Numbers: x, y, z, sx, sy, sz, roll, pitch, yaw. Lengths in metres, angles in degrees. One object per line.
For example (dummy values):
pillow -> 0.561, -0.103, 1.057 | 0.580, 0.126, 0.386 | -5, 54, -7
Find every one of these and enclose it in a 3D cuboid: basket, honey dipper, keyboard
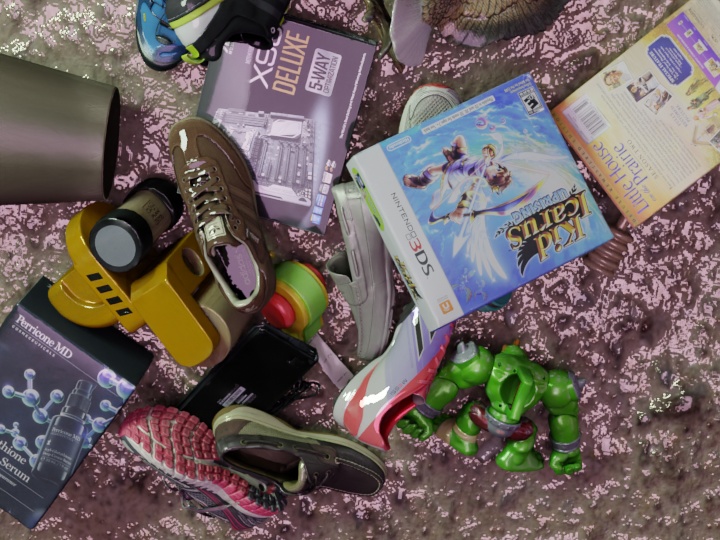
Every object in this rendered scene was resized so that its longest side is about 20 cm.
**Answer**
basket -> -0.342, -0.137, 1.447 | 0.198, 0.136, 0.182 | 6, 106, -3
honey dipper -> 0.286, -0.089, 1.484 | 0.038, 0.038, 0.201 | 25, 102, -5
keyboard -> -0.120, 0.126, 1.543 | 0.104, 0.040, 0.200 | 32, 125, -22

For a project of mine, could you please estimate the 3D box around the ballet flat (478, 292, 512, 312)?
ballet flat -> 0.131, -0.057, 1.472 | 0.067, 0.070, 0.201 | 26, 74, -41

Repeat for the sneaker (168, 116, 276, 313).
sneaker -> -0.132, -0.054, 1.432 | 0.070, 0.076, 0.201 | -23, 99, 8

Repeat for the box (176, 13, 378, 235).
box -> -0.083, -0.154, 1.470 | 0.157, 0.050, 0.201 | 17, 106, -1

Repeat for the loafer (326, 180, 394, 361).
loafer -> 0.000, 0.000, 1.492 | 0.069, 0.070, 0.201 | -1, 114, -2

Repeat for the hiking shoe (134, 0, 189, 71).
hiking shoe -> -0.175, -0.287, 1.418 | 0.074, 0.087, 0.201 | 19, 105, -3

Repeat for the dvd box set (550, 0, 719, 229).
dvd box set -> 0.304, -0.158, 1.444 | 0.200, 0.029, 0.147 | -39, 82, 12

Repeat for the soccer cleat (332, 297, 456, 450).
soccer cleat -> 0.057, 0.091, 1.486 | 0.073, 0.068, 0.200 | 36, 84, 31

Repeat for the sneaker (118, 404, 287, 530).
sneaker -> -0.172, 0.215, 1.542 | 0.200, 0.081, 0.075 | 37, 124, -24

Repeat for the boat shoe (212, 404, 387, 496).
boat shoe -> -0.065, 0.205, 1.540 | 0.199, 0.065, 0.073 | 19, 131, -16

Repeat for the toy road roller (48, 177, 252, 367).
toy road roller -> -0.220, 0.018, 1.492 | 0.146, 0.123, 0.200 | -33, 102, 25

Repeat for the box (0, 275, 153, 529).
box -> -0.335, 0.137, 1.531 | 0.148, 0.107, 0.200 | 36, 103, -7

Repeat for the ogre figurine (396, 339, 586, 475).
ogre figurine -> 0.150, 0.141, 1.520 | 0.199, 0.098, 0.121 | 25, 117, 7

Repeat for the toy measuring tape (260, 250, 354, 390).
toy measuring tape -> -0.045, 0.055, 1.512 | 0.073, 0.074, 0.200 | -37, 97, 11

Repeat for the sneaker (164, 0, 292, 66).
sneaker -> -0.100, -0.249, 1.395 | 0.199, 0.072, 0.083 | -33, 103, -31

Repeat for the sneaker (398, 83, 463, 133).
sneaker -> 0.074, -0.085, 1.467 | 0.077, 0.082, 0.202 | 2, 105, 2

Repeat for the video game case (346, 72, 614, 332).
video game case -> 0.115, -0.066, 1.408 | 0.199, 0.045, 0.182 | -26, 88, -13

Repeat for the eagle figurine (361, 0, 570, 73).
eagle figurine -> 0.094, -0.282, 1.392 | 0.199, 0.152, 0.152 | -21, 83, 13
